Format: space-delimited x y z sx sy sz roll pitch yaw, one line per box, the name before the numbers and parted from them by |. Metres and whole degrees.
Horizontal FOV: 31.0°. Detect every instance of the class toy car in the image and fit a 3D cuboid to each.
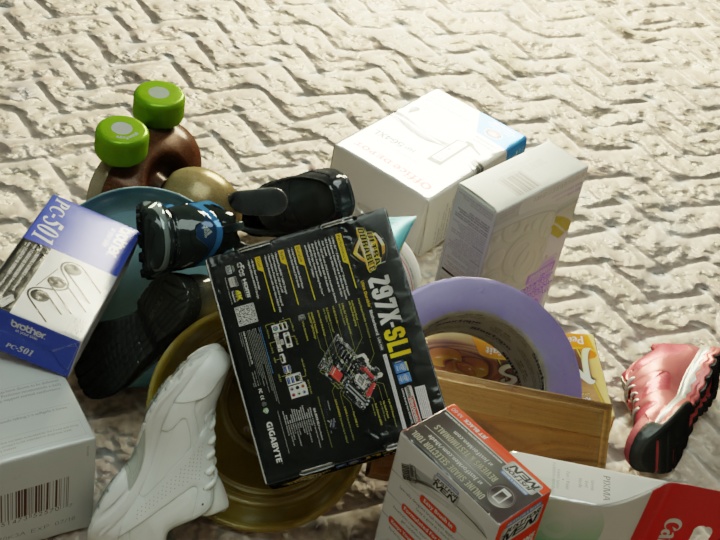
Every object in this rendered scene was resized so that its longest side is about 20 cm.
toy car | -0.171 -0.076 1.366 0.200 0.164 0.158 21 41 10

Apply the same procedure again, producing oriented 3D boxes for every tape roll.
tape roll | 0.094 0.111 1.182 0.200 0.085 0.200 2 75 -8

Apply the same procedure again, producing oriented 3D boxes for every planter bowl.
planter bowl | -0.084 0.126 1.163 0.200 0.201 0.083 16 8 7

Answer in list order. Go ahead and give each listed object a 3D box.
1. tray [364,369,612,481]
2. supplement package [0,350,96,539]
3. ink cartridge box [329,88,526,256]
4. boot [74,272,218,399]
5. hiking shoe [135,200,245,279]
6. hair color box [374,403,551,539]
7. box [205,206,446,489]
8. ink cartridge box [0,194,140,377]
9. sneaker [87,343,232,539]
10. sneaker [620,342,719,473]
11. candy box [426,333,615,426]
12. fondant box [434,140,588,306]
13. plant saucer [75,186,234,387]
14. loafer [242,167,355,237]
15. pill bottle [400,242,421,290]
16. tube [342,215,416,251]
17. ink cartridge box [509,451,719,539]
tray | 0.111 0.146 1.114 0.200 0.037 0.099 12 74 -6
supplement package | -0.318 0.130 1.121 0.117 0.117 0.200 -13 45 -27
ink cartridge box | 0.078 -0.120 1.533 0.146 0.084 0.200 33 44 25
boot | -0.168 0.060 1.209 0.131 0.200 0.068 -3 65 -49
hiking shoe | -0.158 -0.027 1.181 0.087 0.074 0.200 -4 7 -12
hair color box | 0.072 0.219 1.033 0.064 0.200 0.111 -24 51 -35
box | -0.027 0.064 1.079 0.160 0.049 0.200 -16 77 -4
ink cartridge box | -0.270 0.008 1.167 0.094 0.044 0.200 23 29 -7
sneaker | -0.147 0.159 1.099 0.099 0.200 0.078 28 6 -4
sneaker | 0.294 0.135 1.301 0.087 0.074 0.200 16 34 28
candy box | 0.141 0.115 1.286 0.200 0.055 0.116 4 41 -7
fondant box | 0.147 -0.020 1.336 0.144 0.200 0.058 -27 53 -36
plant saucer | -0.218 0.017 1.276 0.200 0.027 0.200 1 79 -3
loafer | -0.075 -0.066 1.383 0.070 0.068 0.200 -17 5 -32
pill bottle | -0.032 0.043 1.292 0.112 0.112 0.200 26 42 18
tube | 0.000 0.000 1.226 0.077 0.050 0.200 4 35 11
ink cartridge box | 0.202 0.231 1.076 0.200 0.161 0.050 12 44 3
